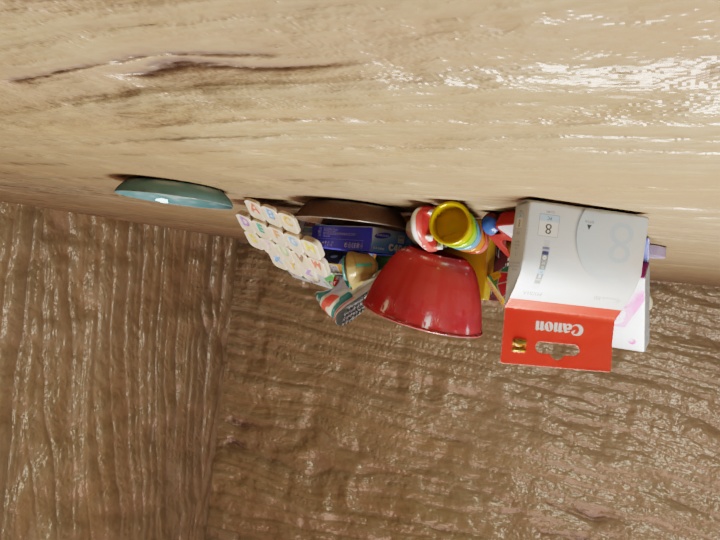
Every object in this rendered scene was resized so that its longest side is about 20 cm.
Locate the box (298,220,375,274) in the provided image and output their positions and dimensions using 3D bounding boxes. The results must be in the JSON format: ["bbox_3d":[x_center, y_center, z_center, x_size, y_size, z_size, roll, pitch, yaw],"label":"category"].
[{"bbox_3d":[-0.062,-0.055,1.294,0.198,0.120,0.042,7,149,19],"label":"box"}]

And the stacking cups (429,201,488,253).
[{"bbox_3d":[0.156,-0.060,0.959,0.060,0.061,0.200,6,180,21],"label":"stacking cups"}]

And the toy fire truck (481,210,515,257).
[{"bbox_3d":[0.263,-0.036,0.928,0.167,0.113,0.200,34,173,-16],"label":"toy fire truck"}]

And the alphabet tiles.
[{"bbox_3d":[-0.148,-0.051,1.215,0.198,0.015,0.197,22,149,27],"label":"alphabet tiles"}]

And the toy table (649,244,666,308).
[{"bbox_3d":[0.466,0.004,1.218,0.198,0.119,0.183,8,180,28],"label":"toy table"}]

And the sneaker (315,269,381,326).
[{"bbox_3d":[-0.003,0.026,1.278,0.093,0.071,0.199,38,-127,26],"label":"sneaker"}]

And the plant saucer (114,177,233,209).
[{"bbox_3d":[-0.317,-0.132,1.099,0.197,0.028,0.200,6,179,0],"label":"plant saucer"}]

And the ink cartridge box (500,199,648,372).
[{"bbox_3d":[0.261,0.023,0.790,0.158,0.203,0.047,6,180,-11],"label":"ink cartridge box"}]

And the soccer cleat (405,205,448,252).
[{"bbox_3d":[0.103,-0.065,1.009,0.084,0.070,0.200,5,-177,24],"label":"soccer cleat"}]

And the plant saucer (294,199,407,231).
[{"bbox_3d":[-0.013,-0.093,1.090,0.198,0.035,0.200,6,-179,0],"label":"plant saucer"}]

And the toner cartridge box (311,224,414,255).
[{"bbox_3d":[0.000,-0.054,1.137,0.094,0.044,0.199,5,-179,-35],"label":"toner cartridge box"}]

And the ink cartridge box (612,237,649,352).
[{"bbox_3d":[0.396,0.035,1.115,0.195,0.202,0.043,6,-149,35],"label":"ink cartridge box"}]

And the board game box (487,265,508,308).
[{"bbox_3d":[0.315,0.007,1.037,0.198,0.096,0.030,-23,143,-9],"label":"board game box"}]

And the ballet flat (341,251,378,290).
[{"bbox_3d":[0.000,0.000,1.123,0.062,0.070,0.200,-7,-179,-1],"label":"ballet flat"}]

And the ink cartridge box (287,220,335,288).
[{"bbox_3d":[-0.106,-0.038,1.442,0.199,0.084,0.146,14,151,44],"label":"ink cartridge box"}]

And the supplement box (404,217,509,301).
[{"bbox_3d":[0.197,-0.018,1.197,0.196,0.135,0.199,6,180,38],"label":"supplement box"}]

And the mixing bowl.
[{"bbox_3d":[0.110,0.023,1.017,0.198,0.110,0.200,13,-171,-2],"label":"mixing bowl"}]

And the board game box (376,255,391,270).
[{"bbox_3d":[0.097,-0.044,1.385,0.199,0.106,0.023,8,-178,-43],"label":"board game box"}]
